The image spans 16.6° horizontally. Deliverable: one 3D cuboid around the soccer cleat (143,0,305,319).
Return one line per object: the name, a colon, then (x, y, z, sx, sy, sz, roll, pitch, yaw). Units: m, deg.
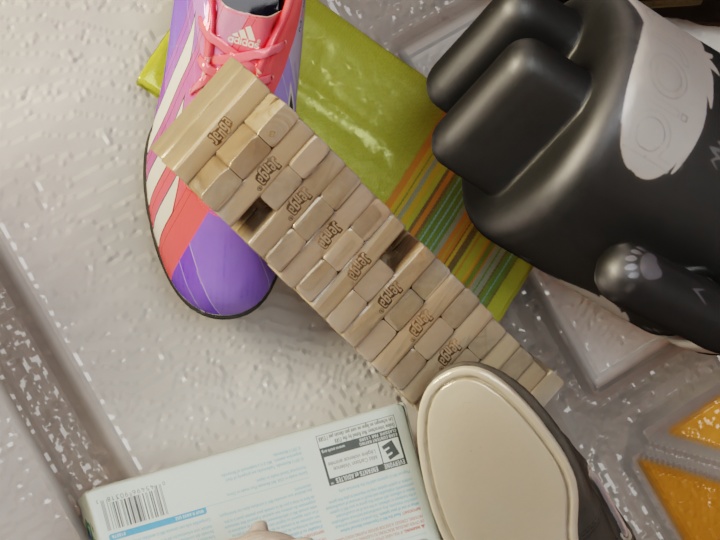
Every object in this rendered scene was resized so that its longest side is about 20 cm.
soccer cleat: (-0.056, -0.080, 1.070, 0.068, 0.073, 0.202, 6, 87, -8)

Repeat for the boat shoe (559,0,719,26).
boat shoe: (0.162, -0.159, 1.155, 0.200, 0.075, 0.076, -1, 75, -13)

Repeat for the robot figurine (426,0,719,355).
robot figurine: (0.123, -0.042, 1.088, 0.199, 0.125, 0.151, 28, 72, -24)

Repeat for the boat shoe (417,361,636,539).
boat shoe: (0.083, 0.118, 1.075, 0.066, 0.057, 0.201, -27, 108, 14)

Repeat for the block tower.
block tower: (0.000, 0.000, 1.057, 0.058, 0.054, 0.200, -47, 117, 0)

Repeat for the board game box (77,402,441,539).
board game box: (-0.026, 0.174, 1.061, 0.146, 0.064, 0.202, -14, 83, -14)

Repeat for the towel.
towel: (0.000, -0.060, 1.130, 0.199, 0.018, 0.086, 36, 72, -5)

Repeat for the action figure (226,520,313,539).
action figure: (-0.033, 0.197, 0.972, 0.198, 0.105, 0.195, 6, 85, -12)
